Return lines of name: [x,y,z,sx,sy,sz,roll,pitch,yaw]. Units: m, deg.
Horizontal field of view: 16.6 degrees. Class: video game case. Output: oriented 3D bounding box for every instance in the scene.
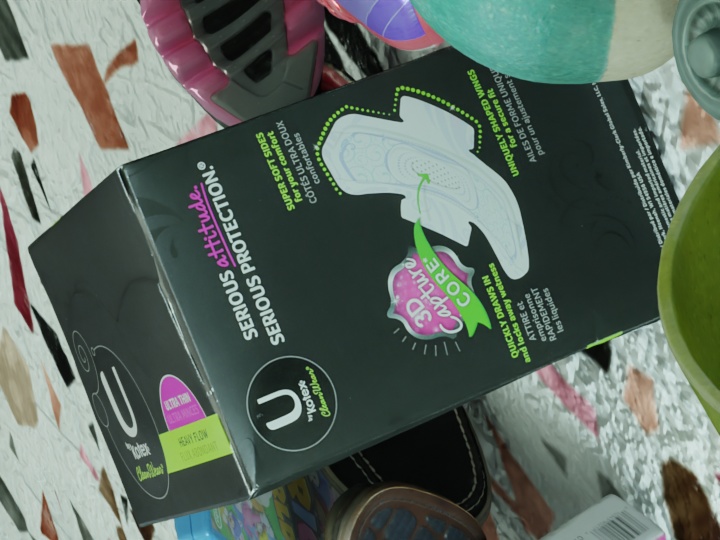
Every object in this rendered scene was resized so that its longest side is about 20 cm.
video game case: [-0.036,0.096,1.126,0.200,0.018,0.143,46,-152,-52]

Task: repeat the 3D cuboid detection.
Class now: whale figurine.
whale figurine: [0.054,-0.159,0.781,0.159,0.104,0.200,-104,9,-78]

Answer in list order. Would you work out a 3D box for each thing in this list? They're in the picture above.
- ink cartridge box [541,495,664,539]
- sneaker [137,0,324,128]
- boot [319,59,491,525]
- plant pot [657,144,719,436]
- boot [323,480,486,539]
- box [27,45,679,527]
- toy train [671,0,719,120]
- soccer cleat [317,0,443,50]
ink cartridge box: [0.078,0.194,1.026,0.037,0.095,0.200,36,141,36]
sneaker: [-0.071,-0.130,1.056,0.200,0.079,0.095,61,170,24]
boot: [-0.001,0.011,1.080,0.151,0.073,0.200,92,156,-61]
plant pot: [0.184,0.058,0.531,0.187,0.187,0.200,30,151,56]
boot: [0.004,0.128,1.021,0.097,0.075,0.200,23,162,32]
box: [0.000,0.000,0.925,0.125,0.200,0.149,68,157,3]
toy train: [0.166,-0.034,0.695,0.114,0.085,0.200,-34,75,53]
soccer cleat: [-0.008,-0.122,0.920,0.200,0.076,0.067,-103,-4,-66]
